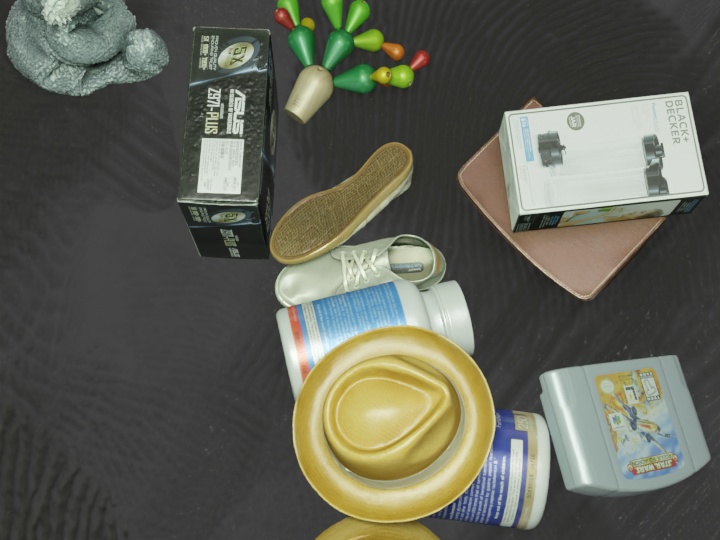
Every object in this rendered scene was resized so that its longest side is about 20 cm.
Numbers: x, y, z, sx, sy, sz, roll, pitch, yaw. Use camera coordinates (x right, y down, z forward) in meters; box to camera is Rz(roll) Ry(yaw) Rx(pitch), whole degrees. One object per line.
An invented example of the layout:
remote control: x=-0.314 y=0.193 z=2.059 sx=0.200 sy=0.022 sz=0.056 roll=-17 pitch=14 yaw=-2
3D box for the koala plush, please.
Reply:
koala plush: x=-0.336 y=-0.312 z=1.094 sx=0.181 sy=0.200 sz=0.180 roll=-23 pitch=74 yaw=-8

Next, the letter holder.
letter holder: x=0.211 y=-0.062 z=1.080 sx=0.142 sy=0.101 sz=0.200 roll=-43 pitch=78 yaw=-12

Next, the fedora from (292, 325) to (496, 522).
fedora: x=0.027 y=0.135 z=0.901 sx=0.196 sy=0.082 sz=0.205 roll=-2 pitch=72 yaw=7

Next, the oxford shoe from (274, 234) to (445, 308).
oxford shoe: x=0.000 y=0.000 z=1.077 sx=0.195 sy=0.058 sz=0.077 roll=-9 pitch=74 yaw=-2

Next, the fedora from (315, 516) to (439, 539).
fedora: x=0.012 y=0.337 z=0.936 sx=0.196 sy=0.082 sz=0.206 roll=2 pitch=81 yaw=-12

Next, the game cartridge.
game cartridge: x=0.278 y=0.161 z=0.996 sx=0.196 sy=0.042 sz=0.136 roll=-3 pitch=66 yaw=-33

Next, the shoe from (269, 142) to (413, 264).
shoe: x=-0.016 y=-0.067 z=1.099 sx=0.199 sy=0.054 sz=0.070 roll=-37 pitch=66 yaw=-11

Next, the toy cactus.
toy cactus: x=-0.032 y=-0.252 z=1.147 sx=0.198 sy=0.102 sz=0.167 roll=33 pitch=83 yaw=0

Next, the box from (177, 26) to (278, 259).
box: x=-0.140 y=-0.135 z=1.061 sx=0.084 sy=0.164 sz=0.205 roll=2 pitch=71 yaw=-1

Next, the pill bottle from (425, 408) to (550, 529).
pill bottle: x=0.087 y=0.194 z=0.984 sx=0.195 sy=0.116 sz=0.118 roll=6 pitch=71 yaw=0

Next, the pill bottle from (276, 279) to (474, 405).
pill bottle: x=0.016 y=0.073 z=1.023 sx=0.196 sy=0.113 sz=0.115 roll=-14 pitch=72 yaw=-5

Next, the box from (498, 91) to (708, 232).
box: x=0.251 y=-0.114 z=1.011 sx=0.195 sy=0.060 sz=0.119 roll=-5 pitch=74 yaw=0
